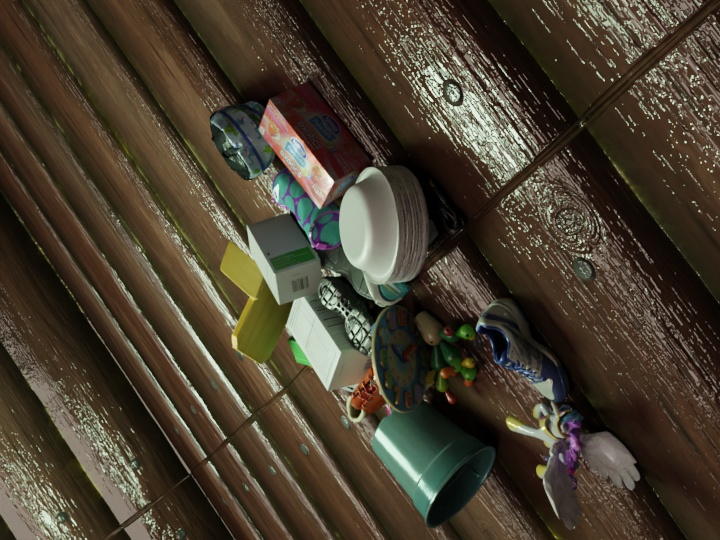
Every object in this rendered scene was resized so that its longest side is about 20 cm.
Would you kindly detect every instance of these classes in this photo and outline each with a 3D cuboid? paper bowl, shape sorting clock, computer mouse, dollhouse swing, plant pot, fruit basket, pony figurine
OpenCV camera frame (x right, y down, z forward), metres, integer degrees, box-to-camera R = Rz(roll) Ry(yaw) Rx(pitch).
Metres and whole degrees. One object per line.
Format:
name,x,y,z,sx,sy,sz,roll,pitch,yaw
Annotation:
paper bowl,0.031,-0.079,1.409,0.200,0.102,0.206,175,90,-67
shape sorting clock,0.080,0.167,1.540,0.039,0.200,0.203,-16,106,32
computer mouse,0.103,-0.073,1.437,0.110,0.044,0.200,51,147,8
dollhouse swing,-0.260,0.080,1.867,0.181,0.177,0.200,36,175,28
plant pot,0.136,0.373,1.639,0.195,0.198,0.203,39,144,32
fruit basket,-0.069,0.210,1.892,0.200,0.094,0.184,46,160,-21
pony figurine,0.342,0.307,1.361,0.195,0.165,0.200,58,165,4

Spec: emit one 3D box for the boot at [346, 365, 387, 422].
boot,0.031,0.235,1.638,0.075,0.106,0.202,45,143,22

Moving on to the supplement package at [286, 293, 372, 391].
supplement package,-0.057,0.133,1.706,0.201,0.108,0.115,53,136,36

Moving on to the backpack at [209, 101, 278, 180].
backpack,-0.230,-0.263,1.629,0.165,0.152,0.200,60,-174,-11

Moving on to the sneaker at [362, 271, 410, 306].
sneaker,0.034,-0.033,1.551,0.204,0.078,0.077,67,-167,7

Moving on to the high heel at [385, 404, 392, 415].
high heel,0.084,0.355,1.802,0.095,0.067,0.203,-14,109,45

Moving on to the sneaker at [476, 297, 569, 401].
sneaker,0.267,0.148,1.365,0.201,0.088,0.075,52,146,5

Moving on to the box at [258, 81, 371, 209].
box,-0.086,-0.234,1.504,0.201,0.102,0.095,52,147,10

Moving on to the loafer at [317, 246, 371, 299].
loafer,0.000,0.000,1.640,0.198,0.062,0.073,33,100,32

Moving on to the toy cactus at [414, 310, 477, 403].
toy cactus,0.154,0.152,1.531,0.166,0.101,0.202,50,157,29

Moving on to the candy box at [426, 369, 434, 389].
candy box,0.059,0.202,1.720,0.198,0.055,0.117,-12,108,56

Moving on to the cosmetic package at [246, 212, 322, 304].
cosmetic package,-0.162,-0.028,1.721,0.201,0.106,0.086,-127,25,-47

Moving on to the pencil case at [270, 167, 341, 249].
pencil case,-0.103,-0.124,1.594,0.084,0.093,0.200,28,-165,-43

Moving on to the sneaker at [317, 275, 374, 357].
sneaker,-0.003,0.084,1.627,0.201,0.078,0.076,54,128,23
